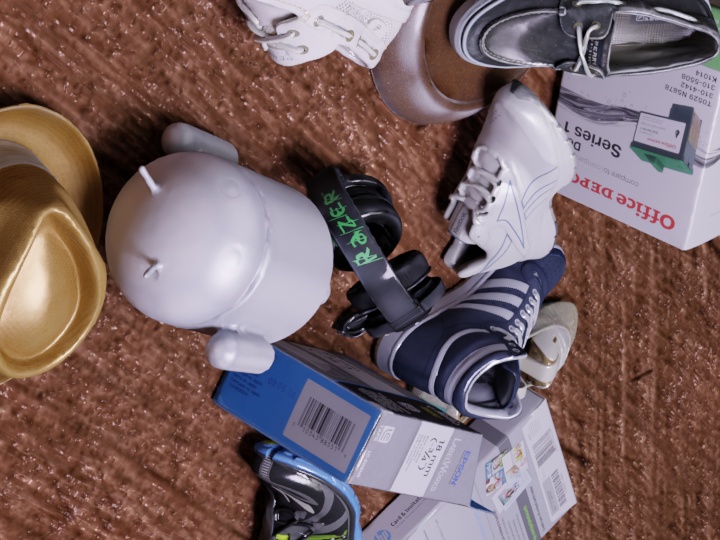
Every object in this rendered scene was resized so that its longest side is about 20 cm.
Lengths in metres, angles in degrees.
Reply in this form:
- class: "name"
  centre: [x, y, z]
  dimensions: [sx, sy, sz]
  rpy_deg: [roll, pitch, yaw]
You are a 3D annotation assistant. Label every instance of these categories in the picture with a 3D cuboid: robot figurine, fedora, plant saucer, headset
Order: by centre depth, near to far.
- class: "fedora"
  centre: [-0.214, 0.000, 1.412]
  dimensions: [0.200, 0.082, 0.201]
  rpy_deg: [-29, 134, -35]
- class: "robot figurine"
  centre: [-0.092, -0.013, 1.505]
  dimensions: [0.113, 0.170, 0.200]
  rpy_deg: [-22, 161, 20]
- class: "headset"
  centre: [0.000, 0.000, 1.647]
  dimensions: [0.094, 0.124, 0.200]
  rpy_deg: [-32, 161, 5]
- class: "plant saucer"
  centre: [0.087, -0.194, 1.672]
  dimensions: [0.200, 0.032, 0.201]
  rpy_deg: [-30, 135, -34]

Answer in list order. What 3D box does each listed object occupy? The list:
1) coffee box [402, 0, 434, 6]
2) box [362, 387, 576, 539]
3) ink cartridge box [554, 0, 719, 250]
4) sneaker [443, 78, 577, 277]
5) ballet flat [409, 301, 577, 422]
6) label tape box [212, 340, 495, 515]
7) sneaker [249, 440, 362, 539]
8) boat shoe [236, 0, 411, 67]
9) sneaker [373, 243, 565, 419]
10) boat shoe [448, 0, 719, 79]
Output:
- class: "coffee box"
  centre: [0.098, -0.257, 1.556]
  dimensions: [0.200, 0.113, 0.080]
  rpy_deg: [-16, 167, -42]
- class: "box"
  centre: [0.094, 0.213, 1.954]
  dimensions: [0.200, 0.041, 0.156]
  rpy_deg: [-44, 141, -20]
- class: "ink cartridge box"
  centre: [0.235, -0.136, 1.781]
  dimensions: [0.084, 0.146, 0.201]
  rpy_deg: [-24, 131, -47]
- class: "sneaker"
  centre: [0.109, -0.061, 1.737]
  dimensions: [0.087, 0.075, 0.200]
  rpy_deg: [-29, 146, -23]
- class: "ballet flat"
  centre: [0.125, 0.083, 1.880]
  dimensions: [0.200, 0.062, 0.068]
  rpy_deg: [-25, 132, -38]
- class: "label tape box"
  centre: [0.009, 0.114, 1.701]
  dimensions: [0.200, 0.144, 0.063]
  rpy_deg: [18, 99, -53]
- class: "sneaker"
  centre: [-0.045, 0.204, 1.760]
  dimensions: [0.083, 0.071, 0.200]
  rpy_deg: [-48, 145, -25]
- class: "boat shoe"
  centre: [-0.039, -0.167, 1.495]
  dimensions: [0.200, 0.071, 0.070]
  rpy_deg: [8, 105, -52]
- class: "sneaker"
  centre: [0.117, 0.049, 1.808]
  dimensions: [0.200, 0.108, 0.070]
  rpy_deg: [-30, 135, -33]
- class: "boat shoe"
  centre: [0.165, -0.173, 1.635]
  dimensions: [0.199, 0.071, 0.072]
  rpy_deg: [-8, 127, -13]
